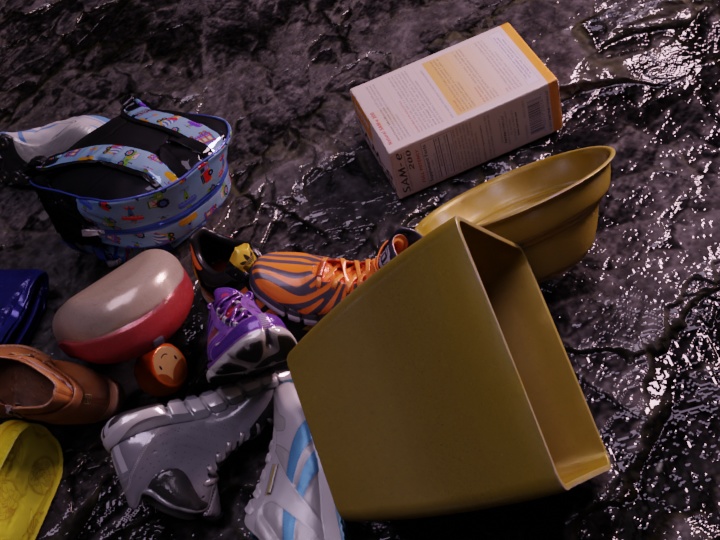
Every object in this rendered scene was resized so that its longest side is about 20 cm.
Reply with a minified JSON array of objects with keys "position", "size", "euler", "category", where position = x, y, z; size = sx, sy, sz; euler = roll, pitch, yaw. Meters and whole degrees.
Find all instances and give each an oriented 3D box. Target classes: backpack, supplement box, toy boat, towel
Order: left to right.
[{"position":[-0.448,0.060,1.122],"size":[0.199,0.050,0.148],"euler":[3,48,18],"category":"towel"},{"position":[-0.214,0.063,0.996],"size":[0.130,0.131,0.200],"euler":[-35,7,-19],"category":"toy boat"},{"position":[-0.220,-0.090,1.087],"size":[0.199,0.135,0.183],"euler":[12,43,39],"category":"backpack"},{"position":[0.104,-0.177,1.134],"size":[0.199,0.074,0.126],"euler":[-23,47,-3],"category":"supplement box"}]

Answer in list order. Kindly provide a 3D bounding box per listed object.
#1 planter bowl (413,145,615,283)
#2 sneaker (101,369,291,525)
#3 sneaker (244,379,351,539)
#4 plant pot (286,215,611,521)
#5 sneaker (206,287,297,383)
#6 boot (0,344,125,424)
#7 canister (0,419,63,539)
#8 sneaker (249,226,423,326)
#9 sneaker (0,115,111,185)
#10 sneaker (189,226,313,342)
[{"position":[0.156,-0.038,0.964],"size":[0.200,0.084,0.200],"euler":[-23,11,5],"category":"planter bowl"},{"position":[-0.122,0.165,0.922],"size":[0.199,0.075,0.116],"euler":[-14,74,-18],"category":"sneaker"},{"position":[-0.057,0.183,0.853],"size":[0.080,0.077,0.201],"euler":[-13,56,1],"category":"sneaker"},{"position":[0.061,0.096,0.804],"size":[0.176,0.200,0.201],"euler":[-25,75,18],"category":"plant pot"},{"position":[-0.113,0.054,0.921],"size":[0.080,0.200,0.084],"euler":[-14,88,-18],"category":"sneaker"},{"position":[-0.331,0.101,0.954],"size":[0.199,0.155,0.074],"euler":[3,81,10],"category":"boot"},{"position":[-0.396,0.206,0.948],"size":[0.199,0.087,0.149],"euler":[2,52,21],"category":"canister"},{"position":[0.000,0.000,0.942],"size":[0.199,0.112,0.078],"euler":[12,52,-4],"category":"sneaker"},{"position":[-0.383,-0.149,1.278],"size":[0.199,0.072,0.072],"euler":[-5,14,22],"category":"sneaker"},{"position":[-0.096,0.018,1.014],"size":[0.200,0.090,0.070],"euler":[24,60,33],"category":"sneaker"}]
